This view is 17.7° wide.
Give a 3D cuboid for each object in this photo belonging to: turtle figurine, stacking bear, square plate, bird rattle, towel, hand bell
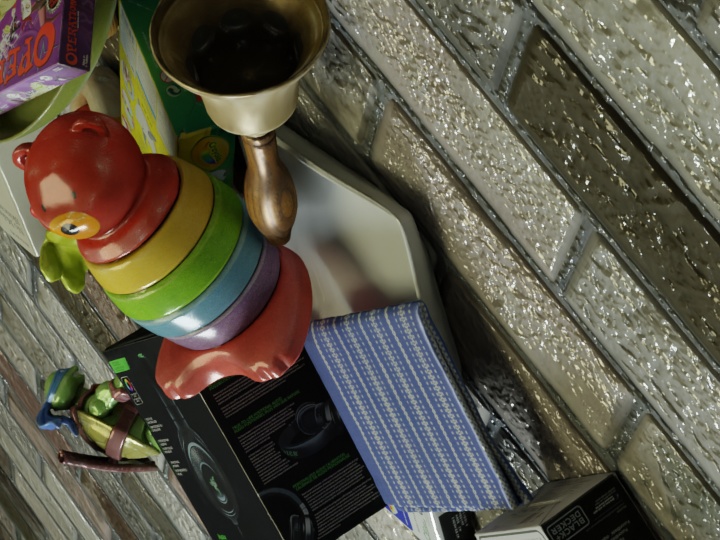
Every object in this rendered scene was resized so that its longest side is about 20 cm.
[{"bbox_3d":[-0.155,0.103,1.967,0.194,0.200,0.144,34,134,6],"label":"turtle figurine"},{"bbox_3d":[-0.133,-0.023,1.467,0.121,0.114,0.200,-14,137,37],"label":"stacking bear"},{"bbox_3d":[0.000,0.000,1.487,0.198,0.028,0.200,35,152,46],"label":"square plate"},{"bbox_3d":[-0.192,-0.078,1.768,0.200,0.112,0.163,-107,21,-54],"label":"bird rattle"},{"bbox_3d":[0.032,0.088,1.477,0.145,0.024,0.200,62,158,-6],"label":"towel"},{"bbox_3d":[-0.061,-0.081,1.394,0.104,0.104,0.200,46,159,30],"label":"hand bell"}]

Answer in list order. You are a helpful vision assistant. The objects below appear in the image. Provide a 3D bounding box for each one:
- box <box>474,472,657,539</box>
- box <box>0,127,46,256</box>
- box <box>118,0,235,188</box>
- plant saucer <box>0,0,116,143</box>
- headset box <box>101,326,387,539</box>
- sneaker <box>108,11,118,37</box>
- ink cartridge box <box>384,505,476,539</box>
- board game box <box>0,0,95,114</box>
[{"bbox_3d":[0.162,0.223,1.396,0.200,0.060,0.117,58,161,-1],"label":"box"},{"bbox_3d":[-0.296,-0.116,1.968,0.082,0.068,0.200,36,151,47],"label":"box"},{"bbox_3d":[-0.126,-0.093,1.580,0.200,0.048,0.118,105,145,-63],"label":"box"},{"bbox_3d":[-0.215,-0.180,1.566,0.200,0.031,0.201,-24,60,48],"label":"plant saucer"},{"bbox_3d":[-0.085,0.102,1.659,0.200,0.093,0.174,61,159,-6],"label":"headset box"},{"bbox_3d":[-0.262,-0.217,1.694,0.200,0.088,0.075,42,158,41],"label":"sneaker"},{"bbox_3d":[0.005,0.118,1.654,0.200,0.037,0.095,35,151,43],"label":"ink cartridge box"},{"bbox_3d":[-0.237,-0.165,1.544,0.200,0.032,0.120,-17,69,50],"label":"board game box"}]
